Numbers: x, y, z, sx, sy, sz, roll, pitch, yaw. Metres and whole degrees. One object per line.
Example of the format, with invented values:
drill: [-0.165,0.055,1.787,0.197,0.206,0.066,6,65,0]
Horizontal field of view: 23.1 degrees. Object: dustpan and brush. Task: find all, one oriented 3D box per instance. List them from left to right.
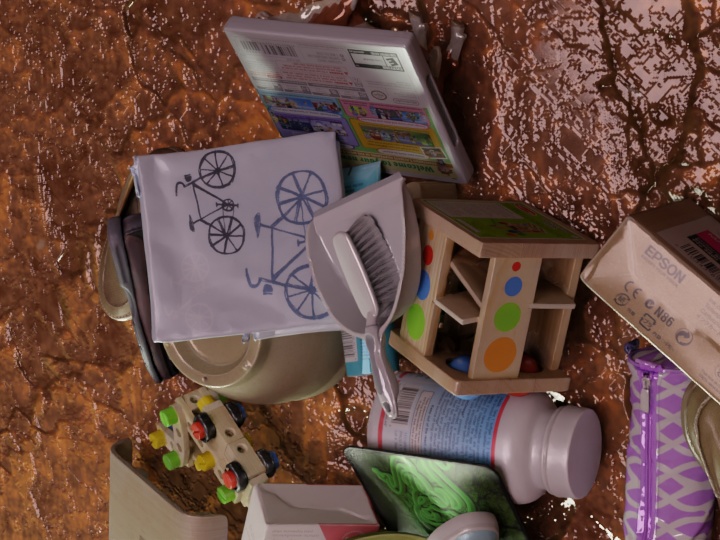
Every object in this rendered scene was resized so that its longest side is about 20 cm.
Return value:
dustpan and brush: [0.011,0.030,1.554,0.139,0.057,0.200,-23,87,48]

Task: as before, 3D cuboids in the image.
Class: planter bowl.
planter bowl: [-0.113,0.042,1.720,0.200,0.135,0.201,6,101,29]

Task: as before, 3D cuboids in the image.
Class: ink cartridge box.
ink cartridge box: [-0.062,0.308,1.731,0.068,0.116,0.200,-114,32,-54]
ink cartridge box: [0.301,0.034,1.461,0.200,0.165,0.075,42,115,16]

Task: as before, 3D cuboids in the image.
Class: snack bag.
snack bag: [-0.107,-0.026,1.633,0.200,0.021,0.189,-7,81,-3]

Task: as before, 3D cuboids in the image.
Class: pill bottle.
pill bottle: [0.115,0.157,1.625,0.200,0.109,0.109,6,102,30]

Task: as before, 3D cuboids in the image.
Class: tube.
tube: [0.000,0.000,1.672,0.077,0.050,0.200,-8,88,34]

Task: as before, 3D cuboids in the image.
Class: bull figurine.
bull figurine: [0.000,-0.212,1.641,0.200,0.065,0.122,32,118,10]

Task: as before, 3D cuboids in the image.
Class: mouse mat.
mouse mat: [0.082,0.232,1.646,0.161,0.008,0.200,5,140,30]

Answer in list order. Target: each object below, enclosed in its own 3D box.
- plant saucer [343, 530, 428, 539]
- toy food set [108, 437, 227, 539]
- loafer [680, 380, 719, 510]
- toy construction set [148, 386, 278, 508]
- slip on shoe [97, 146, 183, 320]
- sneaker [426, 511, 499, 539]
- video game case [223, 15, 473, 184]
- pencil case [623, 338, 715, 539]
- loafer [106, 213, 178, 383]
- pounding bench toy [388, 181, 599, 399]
plant saucer: [0.012,0.323,1.700,0.200,0.200,0.031,-61,25,24]
toy food set: [-0.201,0.277,1.829,0.200,0.060,0.144,30,122,50]
loafer: [0.333,0.174,1.496,0.076,0.067,0.200,-28,111,-7]
toy construction set: [-0.132,0.196,1.774,0.200,0.092,0.131,41,144,16]
slip on shoe: [-0.232,-0.035,1.816,0.076,0.061,0.200,37,115,19]
sneaker: [0.088,0.306,1.622,0.082,0.074,0.200,-116,34,-40]
video game case: [-0.010,-0.157,1.617,0.200,0.022,0.182,10,146,32]
pencil case: [0.272,0.164,1.550,0.084,0.085,0.200,5,102,33]
loafer: [-0.205,0.029,1.788,0.063,0.072,0.200,-13,124,-1]
pounding bench toy: [0.098,0.017,1.597,0.200,0.124,0.156,37,121,55]
